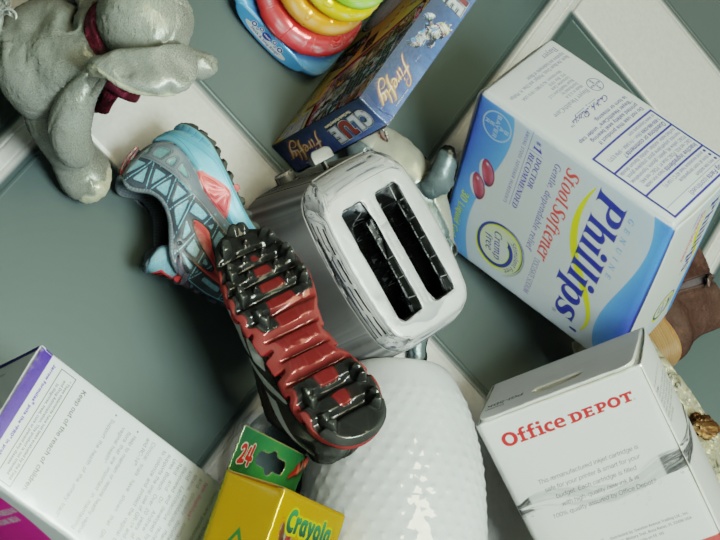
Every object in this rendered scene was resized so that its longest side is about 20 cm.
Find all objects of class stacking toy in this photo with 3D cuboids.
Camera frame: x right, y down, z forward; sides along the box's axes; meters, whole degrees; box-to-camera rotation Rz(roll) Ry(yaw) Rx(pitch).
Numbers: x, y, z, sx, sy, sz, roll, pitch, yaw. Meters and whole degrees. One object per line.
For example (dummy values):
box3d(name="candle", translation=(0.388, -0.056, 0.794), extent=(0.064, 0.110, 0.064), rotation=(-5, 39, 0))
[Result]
box3d(name="stacking toy", translation=(-0.006, -0.250, 1.359), extent=(0.116, 0.199, 0.110), rotation=(45, 56, -17))

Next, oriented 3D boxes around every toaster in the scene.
box3d(name="toaster", translation=(0.000, 0.000, 1.328), extent=(0.113, 0.129, 0.201), rotation=(-29, 93, -30))

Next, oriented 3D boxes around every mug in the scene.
box3d(name="mug", translation=(0.001, 0.162, 1.291), extent=(0.198, 0.148, 0.177), rotation=(5, 70, -11))

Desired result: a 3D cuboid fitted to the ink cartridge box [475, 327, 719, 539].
box3d(name="ink cartridge box", translation=(0.203, 0.167, 1.337), extent=(0.201, 0.146, 0.083), rotation=(63, 21, -12))

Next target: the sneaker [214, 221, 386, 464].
box3d(name="sneaker", translation=(-0.054, 0.060, 1.232), extent=(0.070, 0.098, 0.201), rotation=(-22, 66, -24))

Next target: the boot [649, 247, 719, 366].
box3d(name="boot", translation=(0.262, -0.007, 1.571), extent=(0.166, 0.072, 0.201), rotation=(-26, 93, -46))

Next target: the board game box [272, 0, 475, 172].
box3d(name="board game box", translation=(0.021, -0.178, 1.398), extent=(0.035, 0.135, 0.201), rotation=(44, 57, -16))

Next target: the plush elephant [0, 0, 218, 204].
box3d(name="plush elephant", translation=(-0.176, -0.164, 1.202), extent=(0.200, 0.153, 0.166), rotation=(50, 38, -63))

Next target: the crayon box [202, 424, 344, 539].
box3d(name="crayon box", translation=(-0.072, 0.220, 1.160), extent=(0.127, 0.050, 0.202), rotation=(38, 68, -65))

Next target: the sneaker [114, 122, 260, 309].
box3d(name="sneaker", translation=(-0.125, -0.009, 1.299), extent=(0.095, 0.079, 0.201), rotation=(-29, 88, -22))

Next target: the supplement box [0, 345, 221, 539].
box3d(name="supplement box", translation=(-0.191, 0.159, 1.174), extent=(0.200, 0.101, 0.104), rotation=(39, 58, -19))

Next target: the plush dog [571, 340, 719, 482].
box3d(name="plush dog", translation=(0.221, 0.165, 1.437), extent=(0.171, 0.161, 0.201), rotation=(-34, 101, 3))

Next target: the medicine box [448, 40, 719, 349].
box3d(name="medicine box", translation=(0.186, -0.056, 1.403), extent=(0.200, 0.183, 0.103), rotation=(38, 52, 20))

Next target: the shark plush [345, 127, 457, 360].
box3d(name="shark plush", translation=(0.034, -0.024, 1.432), extent=(0.083, 0.091, 0.202), rotation=(-7, 101, -16))
